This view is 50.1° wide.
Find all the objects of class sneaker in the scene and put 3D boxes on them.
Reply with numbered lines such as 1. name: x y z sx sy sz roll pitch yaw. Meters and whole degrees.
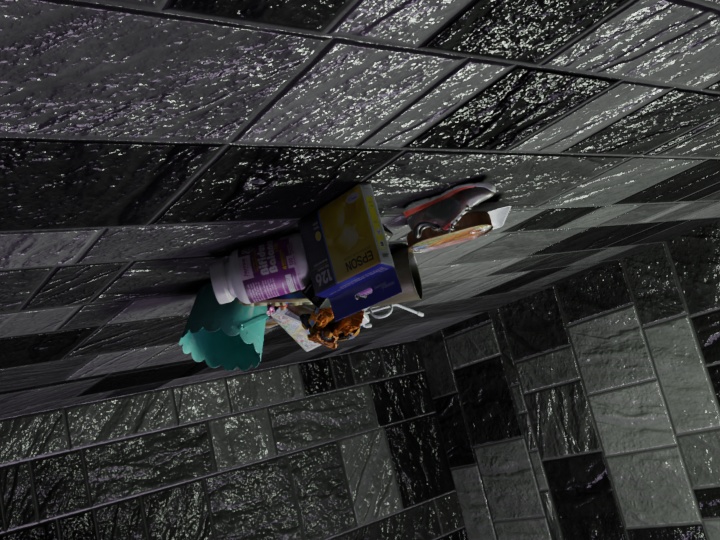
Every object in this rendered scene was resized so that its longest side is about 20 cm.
1. sneaker: 0.189 -0.119 1.580 0.195 0.084 0.077 -19 168 18

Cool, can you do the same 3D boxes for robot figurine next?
1. robot figurine: -0.068 0.128 1.803 0.142 0.060 0.200 20 152 -11

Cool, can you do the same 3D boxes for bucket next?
1. bucket: -0.313 0.132 1.806 0.201 0.138 0.209 8 149 5

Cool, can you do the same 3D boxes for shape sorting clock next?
1. shape sorting clock: -0.169 0.067 1.675 0.194 0.041 0.200 -4 -177 0

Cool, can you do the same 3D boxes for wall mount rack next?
1. wall mount rack: 0.075 0.080 2.103 0.169 0.202 0.076 -14 128 -1

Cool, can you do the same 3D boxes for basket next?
1. basket: 0.050 0.029 1.999 0.195 0.140 0.180 -13 170 12

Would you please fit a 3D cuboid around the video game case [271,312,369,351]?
1. video game case: -0.102 0.116 1.963 0.196 0.023 0.183 -26 134 15

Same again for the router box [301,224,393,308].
1. router box: -0.023 -0.017 1.574 0.201 0.052 0.157 -52 169 7

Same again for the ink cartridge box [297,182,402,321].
1. ink cartridge box: -0.026 -0.028 1.425 0.046 0.205 0.196 -4 165 -44

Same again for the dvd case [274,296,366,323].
1. dvd case: -0.092 0.087 1.903 0.197 0.025 0.150 27 125 -32

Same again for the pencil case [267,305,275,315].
1. pencil case: -0.290 0.095 1.955 0.081 0.089 0.198 13 155 -35

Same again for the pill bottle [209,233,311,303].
1. pill bottle: -0.201 0.002 1.564 0.195 0.115 0.112 -16 169 -1

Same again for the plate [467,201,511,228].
1. plate: 0.248 -0.114 1.815 0.194 0.033 0.200 -15 169 2

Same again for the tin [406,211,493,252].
1. tin: 0.198 -0.086 1.717 0.194 0.043 0.112 -15 171 4

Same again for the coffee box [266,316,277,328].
1. coffee box: -0.217 0.089 2.048 0.197 0.082 0.113 -23 166 33

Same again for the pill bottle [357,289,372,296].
1. pill bottle: 0.000 0.000 1.823 0.110 0.116 0.200 -16 169 8

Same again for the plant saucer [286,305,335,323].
1. plant saucer: -0.086 0.076 1.811 0.194 0.033 0.202 9 152 5
